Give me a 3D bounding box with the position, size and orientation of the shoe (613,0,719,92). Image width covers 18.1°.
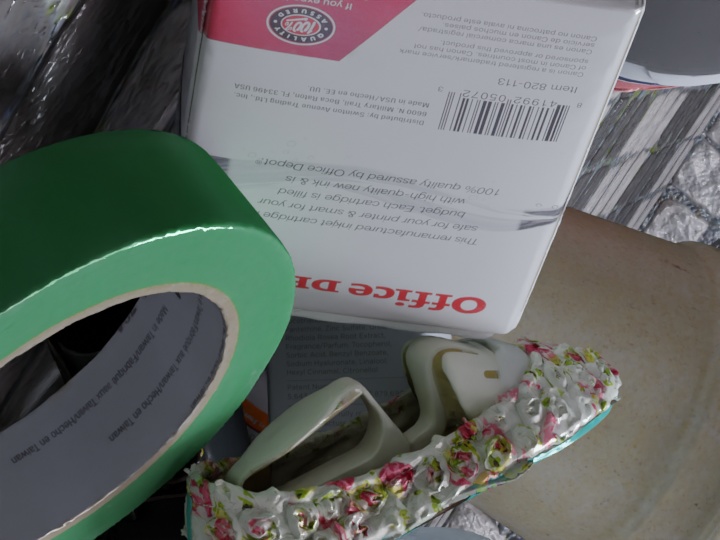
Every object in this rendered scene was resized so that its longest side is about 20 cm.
[{"bbox_3d":[0.100,-0.109,1.062,0.091,0.198,0.072,74,21,-71],"label":"shoe"}]

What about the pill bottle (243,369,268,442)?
[{"bbox_3d":[-0.066,0.114,1.215,0.201,0.113,0.113,-60,168,30],"label":"pill bottle"}]

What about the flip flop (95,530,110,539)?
[{"bbox_3d":[-0.110,0.137,1.041,0.081,0.057,0.202,-21,-122,57],"label":"flip flop"}]

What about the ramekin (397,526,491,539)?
[{"bbox_3d":[-0.010,0.202,0.969,0.097,0.201,0.201,19,111,-36],"label":"ramekin"}]

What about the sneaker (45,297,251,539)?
[{"bbox_3d":[-0.088,0.074,0.917,0.074,0.202,0.106,-12,171,15],"label":"sneaker"}]

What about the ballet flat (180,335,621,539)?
[{"bbox_3d":[0.017,0.065,0.880,0.199,0.064,0.075,-28,-157,-24],"label":"ballet flat"}]

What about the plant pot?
[{"bbox_3d":[0.084,0.042,1.115,0.201,0.183,0.201,-54,-160,29],"label":"plant pot"}]

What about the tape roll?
[{"bbox_3d":[-0.115,0.040,0.773,0.200,0.048,0.201,-33,156,-17],"label":"tape roll"}]

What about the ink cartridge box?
[{"bbox_3d":[0.007,-0.069,0.822,0.200,0.145,0.083,107,-12,-54],"label":"ink cartridge box"}]

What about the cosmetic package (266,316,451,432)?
[{"bbox_3d":[0.000,0.000,0.979,0.102,0.073,0.202,-14,103,-81],"label":"cosmetic package"}]
